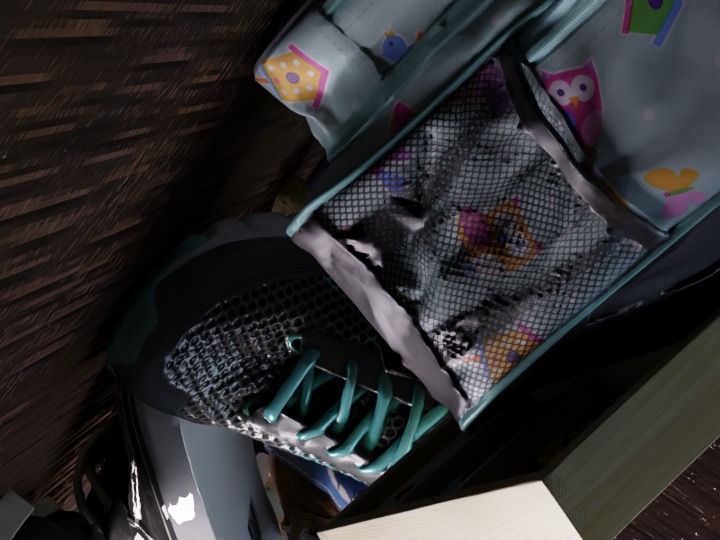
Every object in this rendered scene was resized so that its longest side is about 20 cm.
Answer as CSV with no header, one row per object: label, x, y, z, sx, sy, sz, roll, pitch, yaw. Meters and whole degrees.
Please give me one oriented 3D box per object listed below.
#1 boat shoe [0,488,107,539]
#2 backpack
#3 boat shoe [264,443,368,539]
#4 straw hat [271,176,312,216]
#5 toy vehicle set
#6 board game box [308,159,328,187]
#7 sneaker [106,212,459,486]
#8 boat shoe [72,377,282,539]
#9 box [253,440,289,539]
boat shoe,-0.105,0.119,0.798,0.072,0.068,0.200,-57,179,-8
backpack,0.081,-0.074,0.686,0.200,0.153,0.176,-32,-174,32
boat shoe,0.016,0.100,0.909,0.200,0.072,0.072,-146,-127,-69
straw hat,0.000,0.000,0.971,0.201,0.201,0.085,-42,123,-81
toy vehicle set,0.089,0.026,0.725,0.200,0.027,0.124,-38,-171,-33
board game box,0.019,-0.046,1.184,0.196,0.056,0.200,-55,177,-17
sneaker,0.008,0.040,0.785,0.200,0.091,0.078,12,115,-44
boat shoe,-0.073,0.086,0.880,0.200,0.064,0.071,80,13,-54
box,-0.036,0.160,1.122,0.060,0.200,0.117,-53,176,-48
